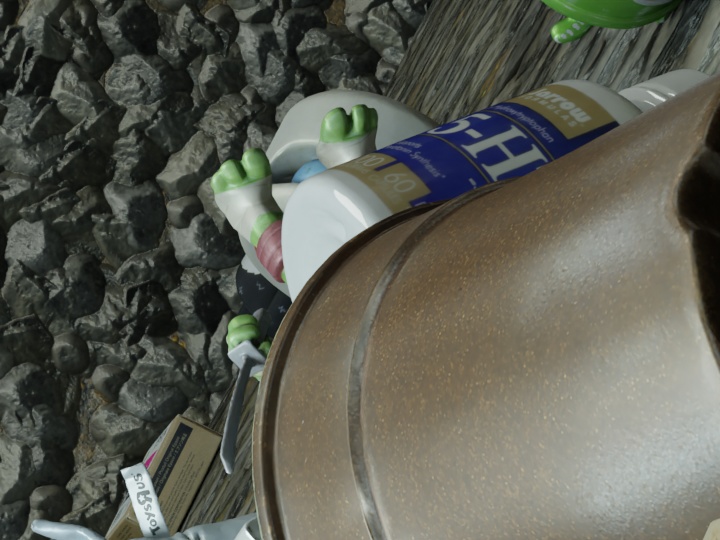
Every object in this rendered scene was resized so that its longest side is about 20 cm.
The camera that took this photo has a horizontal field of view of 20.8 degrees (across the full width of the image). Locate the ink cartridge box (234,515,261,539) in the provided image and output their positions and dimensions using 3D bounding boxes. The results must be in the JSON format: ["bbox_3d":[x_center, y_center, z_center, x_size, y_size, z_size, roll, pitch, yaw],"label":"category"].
[{"bbox_3d":[-0.036,0.202,1.076,0.146,0.084,0.200,-27,-25,-51],"label":"ink cartridge box"}]

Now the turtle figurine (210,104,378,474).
[{"bbox_3d":[0.000,0.000,1.012,0.144,0.194,0.200,-41,-30,21],"label":"turtle figurine"}]

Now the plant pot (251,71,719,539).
[{"bbox_3d":[0.097,0.038,0.560,0.198,0.200,0.201,-37,24,57],"label":"plant pot"}]

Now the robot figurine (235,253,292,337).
[{"bbox_3d":[-0.064,-0.010,2.176,0.200,0.124,0.151,-56,46,36],"label":"robot figurine"}]

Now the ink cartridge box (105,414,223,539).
[{"bbox_3d":[-0.274,0.305,2.675,0.165,0.075,0.200,-66,7,-27],"label":"ink cartridge box"}]

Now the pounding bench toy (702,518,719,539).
[{"bbox_3d":[0.097,0.141,0.357,0.157,0.124,0.200,-64,7,-19],"label":"pounding bench toy"}]

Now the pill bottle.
[{"bbox_3d":[0.077,-0.016,0.864,0.199,0.120,0.120,-23,-11,-25],"label":"pill bottle"}]

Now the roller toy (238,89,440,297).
[{"bbox_3d":[-0.003,-0.043,1.613,0.140,0.182,0.200,-65,8,-27],"label":"roller toy"}]

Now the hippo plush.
[{"bbox_3d":[-0.085,0.216,1.272,0.159,0.201,0.161,-29,7,-20],"label":"hippo plush"}]

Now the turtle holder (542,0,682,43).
[{"bbox_3d":[0.189,-0.237,1.284,0.132,0.184,0.142,128,137,-55],"label":"turtle holder"}]
